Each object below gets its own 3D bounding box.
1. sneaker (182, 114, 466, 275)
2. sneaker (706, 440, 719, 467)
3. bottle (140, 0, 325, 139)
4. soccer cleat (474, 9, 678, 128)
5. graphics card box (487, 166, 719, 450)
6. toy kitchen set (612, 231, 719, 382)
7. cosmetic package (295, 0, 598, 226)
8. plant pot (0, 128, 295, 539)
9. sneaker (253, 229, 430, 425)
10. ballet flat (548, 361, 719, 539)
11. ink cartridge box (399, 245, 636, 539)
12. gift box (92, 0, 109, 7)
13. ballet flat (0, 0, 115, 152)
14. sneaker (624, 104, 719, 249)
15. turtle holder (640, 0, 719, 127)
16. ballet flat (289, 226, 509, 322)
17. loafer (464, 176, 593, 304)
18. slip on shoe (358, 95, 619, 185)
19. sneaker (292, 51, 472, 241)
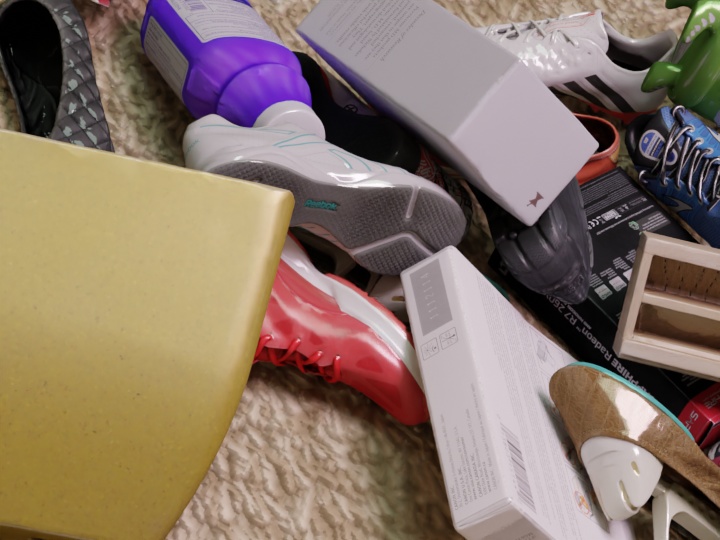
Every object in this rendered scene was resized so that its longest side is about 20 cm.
[{"bbox_3d":[-0.021,-0.055,1.396,0.199,0.071,0.080,16,30,-32],"label":"sneaker"},{"bbox_3d":[0.315,0.115,1.489,0.199,0.075,0.081,-7,52,-29],"label":"sneaker"},{"bbox_3d":[-0.081,-0.128,1.504,0.083,0.066,0.200,4,27,-29],"label":"bottle"},{"bbox_3d":[0.140,-0.160,1.664,0.198,0.085,0.069,10,45,-17],"label":"soccer cleat"},{"bbox_3d":[0.197,0.026,1.537,0.125,0.051,0.200,-26,64,-40],"label":"graphics card box"},{"bbox_3d":[0.246,0.086,1.370,0.179,0.164,0.200,14,7,0],"label":"toy kitchen set"},{"bbox_3d":[0.053,-0.119,1.462,0.101,0.071,0.200,42,0,-41],"label":"cosmetic package"},{"bbox_3d":[-0.158,0.059,1.233,0.193,0.196,0.202,11,71,-10],"label":"plant pot"},{"bbox_3d":[-0.053,0.050,1.402,0.200,0.078,0.116,40,64,11],"label":"sneaker"},{"bbox_3d":[0.189,0.139,1.394,0.200,0.068,0.073,41,51,-16],"label":"ballet flat"},{"bbox_3d":[0.102,0.108,1.397,0.176,0.045,0.201,42,27,-42],"label":"ink cartridge box"},{"bbox_3d":[-0.176,-0.296,1.571,0.199,0.188,0.184,25,39,22],"label":"gift box"},{"bbox_3d":[-0.210,-0.131,1.483,0.057,0.066,0.201,18,39,-47],"label":"ballet flat"},{"bbox_3d":[0.233,-0.063,1.570,0.089,0.079,0.200,28,7,-20],"label":"sneaker"},{"bbox_3d":[0.293,-0.178,1.582,0.131,0.186,0.141,25,32,-4],"label":"turtle holder"},{"bbox_3d":[0.000,0.000,1.475,0.199,0.067,0.064,29,70,5],"label":"ballet flat"},{"bbox_3d":[0.110,-0.055,1.502,0.070,0.068,0.201,46,21,-38],"label":"loafer"},{"bbox_3d":[0.093,-0.100,1.603,0.198,0.061,0.074,14,45,-12],"label":"slip on shoe"},{"bbox_3d":[-0.001,-0.074,1.538,0.108,0.067,0.201,44,-5,-38],"label":"sneaker"}]
